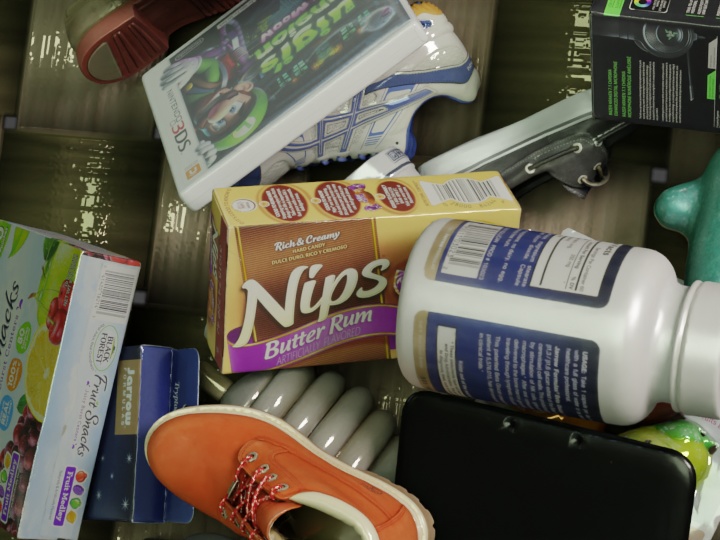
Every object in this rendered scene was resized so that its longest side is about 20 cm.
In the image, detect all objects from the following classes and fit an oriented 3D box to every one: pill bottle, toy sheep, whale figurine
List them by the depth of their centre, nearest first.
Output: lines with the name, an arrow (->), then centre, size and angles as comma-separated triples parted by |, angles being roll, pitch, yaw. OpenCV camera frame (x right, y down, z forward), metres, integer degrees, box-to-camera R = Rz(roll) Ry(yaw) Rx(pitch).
pill bottle -> 0.132, 0.035, 1.168 | 0.200, 0.111, 0.111 | 10, 86, 21
whale figurine -> 0.260, -0.013, 1.220 | 0.159, 0.104, 0.200 | 34, 72, 18
toy sheep -> -0.039, 0.130, 1.290 | 0.200, 0.138, 0.138 | 38, 94, 0

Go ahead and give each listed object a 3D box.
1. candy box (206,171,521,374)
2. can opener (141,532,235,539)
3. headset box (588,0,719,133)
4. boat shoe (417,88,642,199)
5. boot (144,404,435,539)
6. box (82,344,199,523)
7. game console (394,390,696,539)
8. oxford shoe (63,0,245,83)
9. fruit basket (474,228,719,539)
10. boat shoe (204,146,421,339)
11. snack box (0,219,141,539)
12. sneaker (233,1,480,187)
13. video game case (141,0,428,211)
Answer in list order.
candy box -> 0.000, 0.000, 1.262 | 0.200, 0.056, 0.117 | -5, 123, -16
can opener -> -0.119, 0.196, 1.277 | 0.067, 0.200, 0.053 | 51, 61, -18
headset box -> 0.250, -0.177, 1.229 | 0.200, 0.093, 0.174 | 9, 48, 17
boat shoe -> 0.138, -0.078, 1.303 | 0.200, 0.070, 0.066 | -22, 84, 12
boot -> -0.059, 0.138, 1.180 | 0.200, 0.107, 0.075 | 19, 97, 19
box -> -0.179, 0.115, 1.323 | 0.200, 0.032, 0.121 | -7, 78, 51
game console -> 0.126, 0.179, 1.216 | 0.200, 0.176, 0.116 | 12, 70, 28
oxford shoe -> -0.136, -0.224, 1.395 | 0.200, 0.070, 0.075 | -32, 57, 1
fruit basket -> 0.173, 0.093, 1.258 | 0.185, 0.094, 0.200 | 27, 87, 17
boat shoe -> -0.028, 0.001, 1.324 | 0.200, 0.074, 0.065 | -44, 80, 22
snack box -> -0.228, 0.075, 1.322 | 0.142, 0.053, 0.200 | 16, 93, 55
sneaker -> -0.006, -0.101, 1.339 | 0.200, 0.075, 0.088 | -36, 98, 15
video game case -> -0.060, -0.149, 1.330 | 0.200, 0.023, 0.182 | -35, 35, 8
